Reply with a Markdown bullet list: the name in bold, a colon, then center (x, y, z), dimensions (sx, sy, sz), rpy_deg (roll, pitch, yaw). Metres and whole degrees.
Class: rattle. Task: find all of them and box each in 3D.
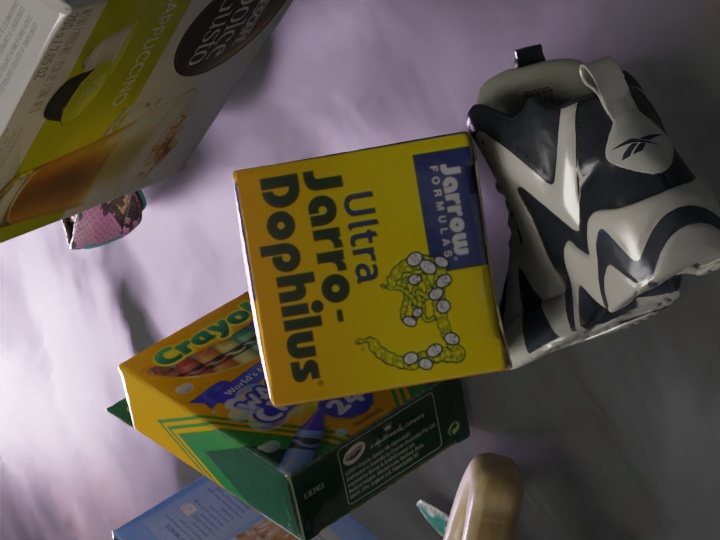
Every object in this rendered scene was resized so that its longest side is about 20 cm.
- **rattle**: center (0.098, 0.176, 1.272), dimensions (0.200, 0.143, 0.130), rpy_deg (103, 164, -72)

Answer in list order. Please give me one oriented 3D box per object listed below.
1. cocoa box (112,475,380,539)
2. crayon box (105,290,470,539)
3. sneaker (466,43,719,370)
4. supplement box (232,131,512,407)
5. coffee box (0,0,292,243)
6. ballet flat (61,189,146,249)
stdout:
- **cocoa box**: center (-0.049, 0.233, 1.451), dimensions (0.200, 0.133, 0.131), rpy_deg (38, 144, 35)
- **crayon box**: center (-0.050, 0.070, 1.305), dimensions (0.200, 0.126, 0.052), rpy_deg (26, 137, 46)
- **sneaker**: center (0.093, -0.035, 1.037), dimensions (0.199, 0.079, 0.130), rpy_deg (128, 122, -73)
- **supplement box**: center (0.000, 0.000, 1.075), dimensions (0.200, 0.109, 0.109), rpy_deg (169, 91, -87)
- **coffee box**: center (-0.174, -0.159, 1.166), dimensions (0.200, 0.198, 0.200), rpy_deg (50, 132, 14)
- **ballet flat**: center (-0.214, -0.103, 1.464), dimensions (0.200, 0.071, 0.069), rpy_deg (60, 153, -1)
